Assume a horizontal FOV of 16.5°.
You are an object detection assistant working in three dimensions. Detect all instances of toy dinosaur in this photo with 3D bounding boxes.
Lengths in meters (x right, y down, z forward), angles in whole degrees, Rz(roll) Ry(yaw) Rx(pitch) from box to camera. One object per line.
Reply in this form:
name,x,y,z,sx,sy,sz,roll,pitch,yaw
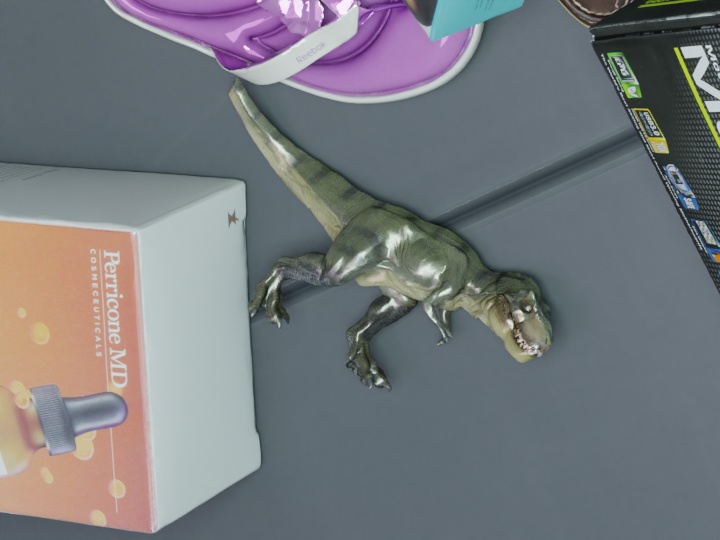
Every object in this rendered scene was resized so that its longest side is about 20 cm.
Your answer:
toy dinosaur,0.000,0.000,1.171,0.200,0.047,0.088,35,102,15

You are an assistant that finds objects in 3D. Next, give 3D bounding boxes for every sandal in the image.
sandal,-0.040,-0.120,1.154,0.202,0.050,0.083,11,109,24

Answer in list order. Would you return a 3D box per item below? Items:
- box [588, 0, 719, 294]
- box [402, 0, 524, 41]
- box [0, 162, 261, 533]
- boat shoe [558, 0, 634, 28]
box,0.180,-0.020,0.960,0.047,0.193,0.200,-30,101,-10
box,0.005,-0.201,1.059,0.200,0.049,0.082,57,156,23
box,-0.163,0.032,1.228,0.199,0.106,0.153,4,106,27
boat shoe,0.069,-0.192,1.065,0.072,0.072,0.201,-19,94,30
